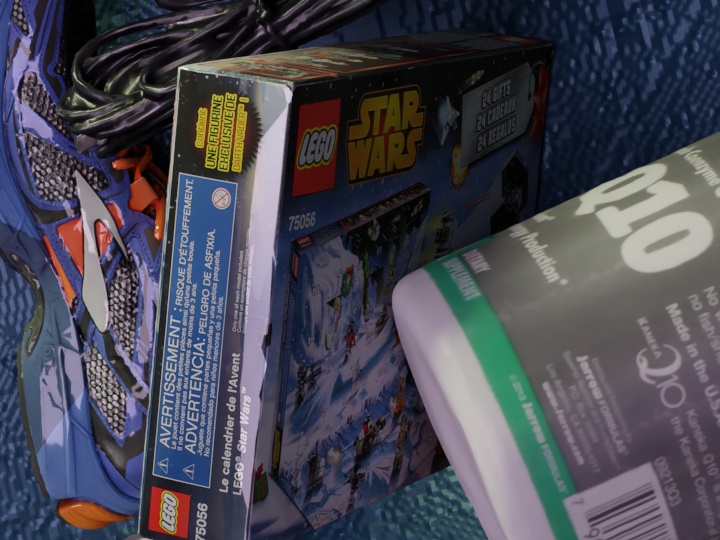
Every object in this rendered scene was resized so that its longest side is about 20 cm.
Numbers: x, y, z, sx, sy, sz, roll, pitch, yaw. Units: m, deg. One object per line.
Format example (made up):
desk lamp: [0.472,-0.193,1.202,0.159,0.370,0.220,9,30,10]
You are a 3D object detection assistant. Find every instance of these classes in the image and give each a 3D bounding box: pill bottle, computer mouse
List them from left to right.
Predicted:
computer mouse: [-0.047,-0.127,0.975,0.138,0.053,0.200,-30,49,11]
pill bottle: [0.119,0.014,0.878,0.199,0.113,0.113,-24,86,-4]

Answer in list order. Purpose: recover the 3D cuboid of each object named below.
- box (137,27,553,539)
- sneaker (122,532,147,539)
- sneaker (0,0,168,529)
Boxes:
box: [0.000,0.000,0.921,0.040,0.200,0.137,11,101,23]
sneaker: [-0.096,0.167,1.068,0.200,0.073,0.115,-34,86,36]
sneaker: [-0.082,-0.013,1.039,0.078,0.075,0.201,-9,101,17]
